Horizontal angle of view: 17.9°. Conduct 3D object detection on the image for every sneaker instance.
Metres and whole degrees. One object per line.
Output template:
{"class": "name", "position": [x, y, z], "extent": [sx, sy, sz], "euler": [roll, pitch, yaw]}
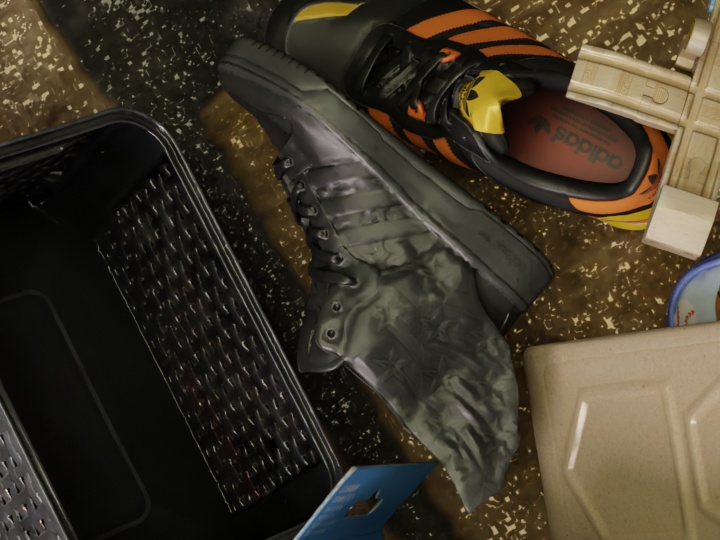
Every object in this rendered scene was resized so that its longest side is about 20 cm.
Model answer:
{"class": "sneaker", "position": [0.046, -0.078, 0.963], "extent": [0.200, 0.090, 0.070], "euler": [24, 94, 13]}
{"class": "sneaker", "position": [0.000, 0.000, 0.948], "extent": [0.200, 0.060, 0.104], "euler": [37, 88, 1]}

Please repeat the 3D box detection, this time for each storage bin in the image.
{"class": "storage bin", "position": [-0.115, 0.049, 0.960], "extent": [0.094, 0.135, 0.200], "euler": [-36, 79, 50]}

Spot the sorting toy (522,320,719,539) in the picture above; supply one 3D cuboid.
{"class": "sorting toy", "position": [0.143, 0.113, 0.903], "extent": [0.200, 0.036, 0.186], "euler": [-11, 87, 57]}

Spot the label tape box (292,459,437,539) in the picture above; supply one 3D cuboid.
{"class": "label tape box", "position": [-0.031, 0.172, 0.944], "extent": [0.063, 0.144, 0.200], "euler": [45, 98, 13]}

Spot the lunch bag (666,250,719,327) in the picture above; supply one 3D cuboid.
{"class": "lunch bag", "position": [0.223, 0.048, 0.890], "extent": [0.200, 0.075, 0.161], "euler": [-18, 80, 41]}

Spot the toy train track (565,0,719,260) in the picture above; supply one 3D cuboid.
{"class": "toy train track", "position": [0.152, -0.104, 0.903], "extent": [0.114, 0.033, 0.201], "euler": [18, 79, 0]}
